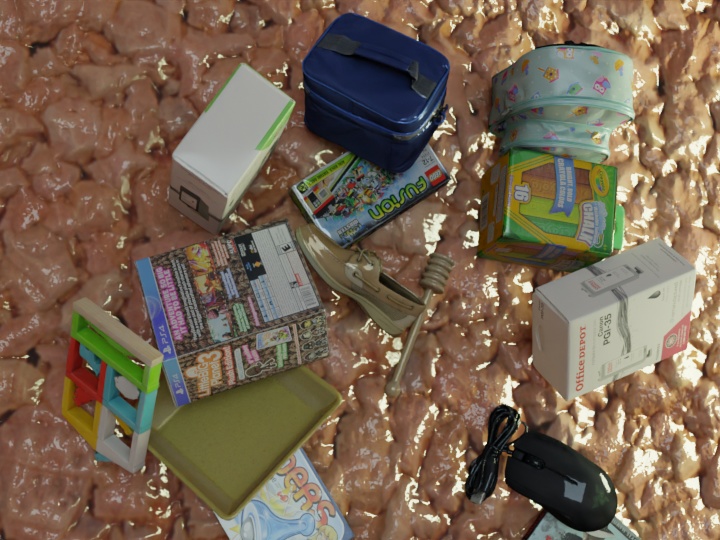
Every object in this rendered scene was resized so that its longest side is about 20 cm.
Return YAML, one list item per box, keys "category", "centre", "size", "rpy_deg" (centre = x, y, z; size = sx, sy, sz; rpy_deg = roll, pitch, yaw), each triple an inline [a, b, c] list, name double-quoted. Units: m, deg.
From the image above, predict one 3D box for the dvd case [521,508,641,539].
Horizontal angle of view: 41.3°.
- category: "dvd case"
  centre: [0.269, 0.394, 1.245]
  size: [0.146, 0.022, 0.200]
  rpy_deg: [42, 72, 0]

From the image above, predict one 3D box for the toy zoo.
- category: "toy zoo"
  centre: [-0.295, 0.147, 1.116]
  size: [0.130, 0.202, 0.020]
  rpy_deg: [32, 34, 23]

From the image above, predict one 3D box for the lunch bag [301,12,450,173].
- category: "lunch bag"
  centre: [0.024, -0.233, 1.245]
  size: [0.198, 0.133, 0.137]
  rpy_deg: [26, 66, 13]

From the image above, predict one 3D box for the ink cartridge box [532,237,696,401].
- category: "ink cartridge box"
  centre: [0.332, 0.066, 1.259]
  size: [0.198, 0.148, 0.083]
  rpy_deg: [-21, 39, -15]

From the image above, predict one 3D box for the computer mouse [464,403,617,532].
- category: "computer mouse"
  centre: [0.244, 0.269, 1.235]
  size: [0.198, 0.053, 0.140]
  rpy_deg: [25, 71, 5]

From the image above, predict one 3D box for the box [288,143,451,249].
- category: "box"
  centre: [0.014, -0.115, 1.297]
  size: [0.199, 0.035, 0.111]
  rpy_deg: [-34, 86, -16]

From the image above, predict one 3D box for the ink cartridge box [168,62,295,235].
- category: "ink cartridge box"
  centre: [-0.165, -0.144, 1.183]
  size: [0.084, 0.200, 0.146]
  rpy_deg: [34, 74, -4]

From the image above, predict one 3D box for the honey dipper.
- category: "honey dipper"
  centre: [0.075, 0.074, 1.268]
  size: [0.038, 0.038, 0.202]
  rpy_deg: [23, 76, -5]

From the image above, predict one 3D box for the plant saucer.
- category: "plant saucer"
  centre: [-0.152, 0.179, 1.158]
  size: [0.199, 0.049, 0.200]
  rpy_deg: [34, 65, 27]

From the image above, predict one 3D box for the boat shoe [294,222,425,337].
- category: "boat shoe"
  centre: [0.000, 0.000, 1.223]
  size: [0.064, 0.072, 0.200]
  rpy_deg: [-42, 113, 17]

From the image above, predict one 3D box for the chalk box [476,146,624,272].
- category: "chalk box"
  centre: [0.271, -0.074, 1.292]
  size: [0.197, 0.124, 0.126]
  rpy_deg: [8, 77, -9]

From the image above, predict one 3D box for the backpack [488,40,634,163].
- category: "backpack"
  centre: [0.273, -0.222, 1.285]
  size: [0.173, 0.200, 0.156]
  rpy_deg: [6, 77, -10]

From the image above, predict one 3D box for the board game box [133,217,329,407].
- category: "board game box"
  centre: [-0.155, 0.048, 1.159]
  size: [0.197, 0.098, 0.161]
  rpy_deg: [-16, 51, -11]

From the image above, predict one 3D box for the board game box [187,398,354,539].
- category: "board game box"
  centre: [-0.115, 0.281, 1.187]
  size: [0.134, 0.034, 0.201]
  rpy_deg: [-32, 85, -16]
